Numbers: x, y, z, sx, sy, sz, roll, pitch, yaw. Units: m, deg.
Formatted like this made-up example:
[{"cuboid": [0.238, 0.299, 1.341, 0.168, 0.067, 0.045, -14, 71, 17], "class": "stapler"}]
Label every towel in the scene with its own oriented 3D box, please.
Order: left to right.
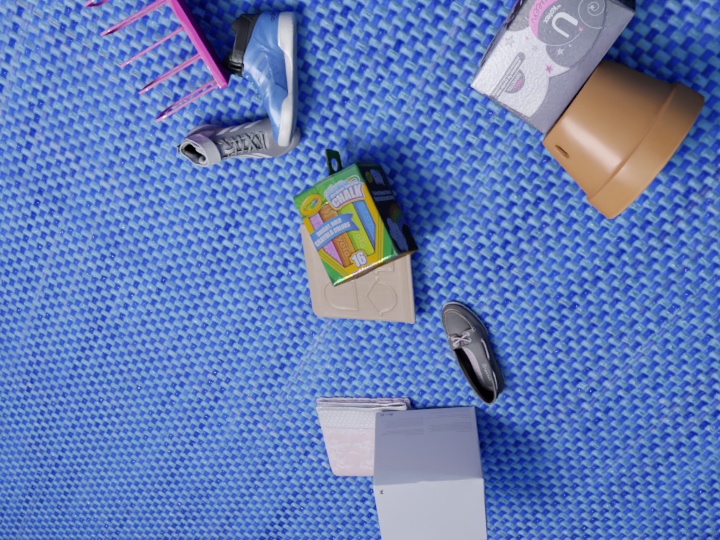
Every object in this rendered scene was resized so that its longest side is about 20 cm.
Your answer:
[{"cuboid": [0.021, 0.333, 1.630, 0.199, 0.032, 0.192, -3, 119, 20], "class": "towel"}]

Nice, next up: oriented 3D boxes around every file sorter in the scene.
[{"cuboid": [-0.302, -0.342, 1.239, 0.125, 0.139, 0.200, -30, 109, 3], "class": "file sorter"}]

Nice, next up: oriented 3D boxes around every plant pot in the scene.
[{"cuboid": [0.343, -0.191, 1.120, 0.140, 0.200, 0.200, 36, 124, 2], "class": "plant pot"}]

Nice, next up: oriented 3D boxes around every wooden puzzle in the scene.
[{"cuboid": [0.000, 0.000, 1.432, 0.199, 0.046, 0.186, 5, 121, 20], "class": "wooden puzzle"}]

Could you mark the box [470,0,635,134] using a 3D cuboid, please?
[{"cuboid": [0.258, -0.312, 1.118, 0.132, 0.115, 0.200, 32, 124, -3], "class": "box"}]

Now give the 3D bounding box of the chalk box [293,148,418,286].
[{"cuboid": [-0.016, -0.094, 1.304, 0.124, 0.125, 0.200, -26, 86, 20], "class": "chalk box"}]

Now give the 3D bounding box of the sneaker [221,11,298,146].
[{"cuboid": [-0.154, -0.292, 1.265, 0.111, 0.077, 0.201, 2, 110, 2], "class": "sneaker"}]

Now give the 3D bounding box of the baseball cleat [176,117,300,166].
[{"cuboid": [-0.199, -0.199, 1.335, 0.199, 0.107, 0.070, -2, 120, 19], "class": "baseball cleat"}]

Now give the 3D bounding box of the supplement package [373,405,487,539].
[{"cuboid": [0.124, 0.368, 1.493, 0.191, 0.200, 0.148, -5, 118, 5], "class": "supplement package"}]

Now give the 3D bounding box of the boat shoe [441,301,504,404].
[{"cuboid": [0.198, 0.147, 1.446, 0.067, 0.057, 0.200, -19, 113, 26], "class": "boat shoe"}]
